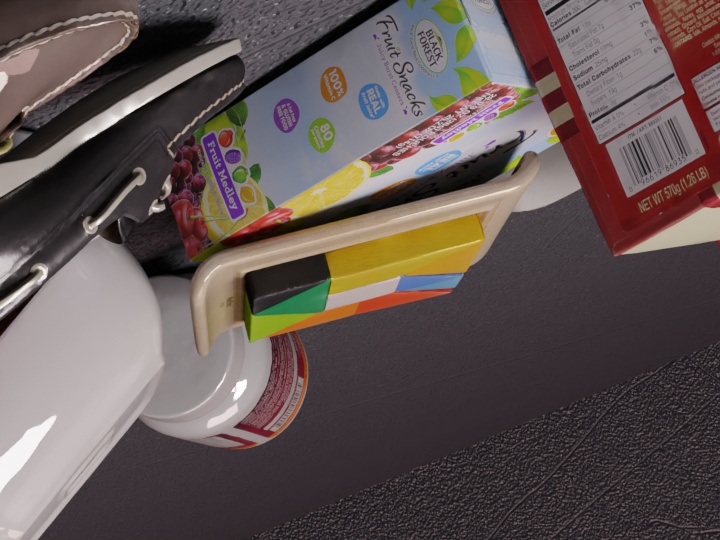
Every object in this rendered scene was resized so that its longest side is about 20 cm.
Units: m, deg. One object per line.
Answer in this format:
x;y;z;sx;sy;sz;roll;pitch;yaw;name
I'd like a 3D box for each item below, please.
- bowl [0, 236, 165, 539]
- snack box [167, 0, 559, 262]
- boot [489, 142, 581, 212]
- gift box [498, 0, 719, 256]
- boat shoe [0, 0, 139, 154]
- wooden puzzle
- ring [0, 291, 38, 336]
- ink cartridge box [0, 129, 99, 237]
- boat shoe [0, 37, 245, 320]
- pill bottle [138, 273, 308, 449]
-0.179;0.087;0.980;0.200;0.074;0.200;-51;180;-18;bowl
0.018;-0.075;0.940;0.199;0.068;0.168;-27;167;27;snack box
0.066;-0.066;1.109;0.198;0.074;0.075;-19;-173;-1;boot
0.198;-0.100;0.870;0.184;0.202;0.186;-26;170;38;gift box
-0.171;-0.058;0.682;0.198;0.060;0.072;-24;161;1;boat shoe
0.000;0.000;0.986;0.198;0.038;0.185;-19;170;-8;wooden puzzle
-0.228;0.078;1.066;0.201;0.019;0.201;-53;167;-17;ring
-0.232;-0.008;0.839;0.195;0.044;0.200;-28;168;21;ink cartridge box
-0.118;-0.037;0.751;0.074;0.061;0.200;-11;-158;50;boat shoe
-0.106;0.062;1.197;0.109;0.111;0.200;-24;168;5;pill bottle
